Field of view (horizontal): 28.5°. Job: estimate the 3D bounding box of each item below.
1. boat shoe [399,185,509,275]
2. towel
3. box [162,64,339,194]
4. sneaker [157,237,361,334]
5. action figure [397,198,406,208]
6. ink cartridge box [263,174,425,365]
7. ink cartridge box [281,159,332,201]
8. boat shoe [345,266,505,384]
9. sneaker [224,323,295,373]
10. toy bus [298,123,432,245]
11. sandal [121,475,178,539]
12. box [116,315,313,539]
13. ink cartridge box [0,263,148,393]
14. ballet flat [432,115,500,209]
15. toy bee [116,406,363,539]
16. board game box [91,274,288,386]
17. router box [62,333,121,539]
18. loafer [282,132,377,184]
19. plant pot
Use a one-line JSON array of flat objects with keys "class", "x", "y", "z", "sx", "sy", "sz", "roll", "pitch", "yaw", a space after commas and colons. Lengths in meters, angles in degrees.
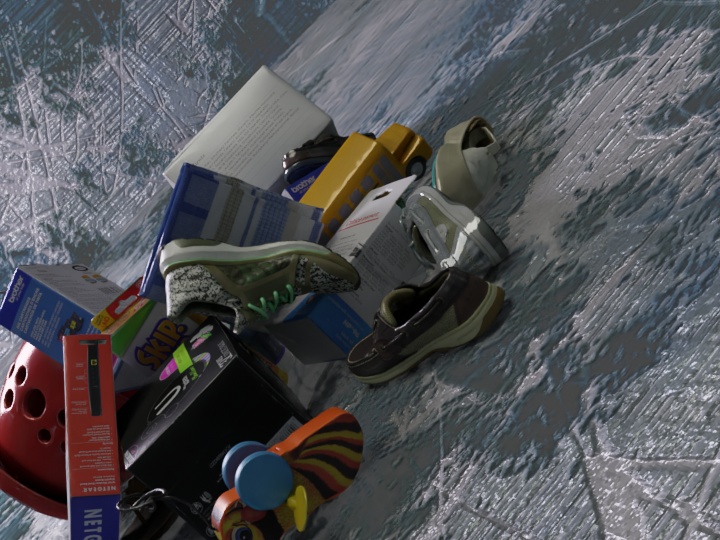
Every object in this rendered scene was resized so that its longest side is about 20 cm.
[{"class": "boat shoe", "x": 0.076, "y": -0.029, "z": 1.351, "sx": 0.065, "sy": 0.074, "sz": 0.202, "roll": -42, "pitch": 21, "yaw": -5}, {"class": "towel", "x": -0.129, "y": -0.019, "z": 1.465, "sx": 0.024, "sy": 0.200, "sz": 0.148, "roll": 19, "pitch": 90, "yaw": 46}, {"class": "box", "x": -0.126, "y": -0.124, "z": 1.867, "sx": 0.200, "sy": 0.131, "sz": 0.199, "roll": -48, "pitch": -21, "yaw": -8}, {"class": "sneaker", "x": -0.099, "y": 0.024, "z": 1.366, "sx": 0.077, "sy": 0.199, "sz": 0.089, "roll": 85, "pitch": -174, "yaw": -63}, {"class": "action figure", "x": -0.021, "y": -0.036, "z": 1.677, "sx": 0.200, "sy": 0.055, "sz": 0.118, "roll": -31, "pitch": 18, "yaw": 33}, {"class": "ink cartridge box", "x": 0.000, "y": 0.000, "z": 1.484, "sx": 0.200, "sy": 0.068, "sz": 0.116, "roll": -53, "pitch": 17, "yaw": -22}, {"class": "ink cartridge box", "x": -0.066, "y": -0.068, "z": 1.744, "sx": 0.094, "sy": 0.044, "sz": 0.200, "roll": -33, "pitch": -8, "yaw": -24}, {"class": "boat shoe", "x": 0.045, "y": 0.042, "z": 1.253, "sx": 0.200, "sy": 0.065, "sz": 0.073, "roll": -32, "pitch": 22, "yaw": 46}, {"class": "sneaker", "x": -0.170, "y": 0.077, "z": 1.592, "sx": 0.081, "sy": 0.146, "sz": 0.200, "roll": -53, "pitch": 17, "yaw": -28}, {"class": "toy bus", "x": -0.009, "y": -0.083, "z": 1.592, "sx": 0.200, "sy": 0.078, "sz": 0.065, "roll": -53, "pitch": 42, "yaw": -7}, {"class": "sandal", "x": -0.214, "y": 0.223, "z": 1.507, "sx": 0.082, "sy": 0.055, "sz": 0.200, "roll": -33, "pitch": 23, "yaw": 42}, {"class": "box", "x": -0.139, "y": 0.150, "z": 1.365, "sx": 0.149, "sy": 0.124, "sz": 0.200, "roll": -46, "pitch": 16, "yaw": -3}, {"class": "ink cartridge box", "x": -0.314, "y": 0.054, "z": 1.605, "sx": 0.077, "sy": 0.200, "sz": 0.136, "roll": -62, "pitch": -18, "yaw": 11}, {"class": "ballet flat", "x": 0.115, "y": -0.114, "z": 1.490, "sx": 0.069, "sy": 0.069, "sz": 0.200, "roll": -40, "pitch": 16, "yaw": 21}, {"class": "toy bee", "x": -0.083, "y": 0.196, "z": 1.174, "sx": 0.199, "sy": 0.109, "sz": 0.131, "roll": -19, "pitch": 10, "yaw": 5}, {"class": "board game box", "x": -0.180, "y": 0.089, "z": 1.486, "sx": 0.095, "sy": 0.200, "sz": 0.030, "roll": -38, "pitch": 26, "yaw": 26}, {"class": "router box", "x": -0.271, "y": 0.192, "z": 1.427, "sx": 0.200, "sy": 0.049, "sz": 0.180, "roll": 104, "pitch": 160, "yaw": -52}, {"class": "loafer", "x": -0.035, "y": -0.143, "z": 1.776, "sx": 0.072, "sy": 0.063, "sz": 0.200, "roll": -31, "pitch": -16, "yaw": 33}, {"class": "plant pot", "x": -0.337, "y": 0.183, "z": 1.676, "sx": 0.183, "sy": 0.200, "sz": 0.200, "roll": -60, "pitch": 13, "yaw": 8}]
